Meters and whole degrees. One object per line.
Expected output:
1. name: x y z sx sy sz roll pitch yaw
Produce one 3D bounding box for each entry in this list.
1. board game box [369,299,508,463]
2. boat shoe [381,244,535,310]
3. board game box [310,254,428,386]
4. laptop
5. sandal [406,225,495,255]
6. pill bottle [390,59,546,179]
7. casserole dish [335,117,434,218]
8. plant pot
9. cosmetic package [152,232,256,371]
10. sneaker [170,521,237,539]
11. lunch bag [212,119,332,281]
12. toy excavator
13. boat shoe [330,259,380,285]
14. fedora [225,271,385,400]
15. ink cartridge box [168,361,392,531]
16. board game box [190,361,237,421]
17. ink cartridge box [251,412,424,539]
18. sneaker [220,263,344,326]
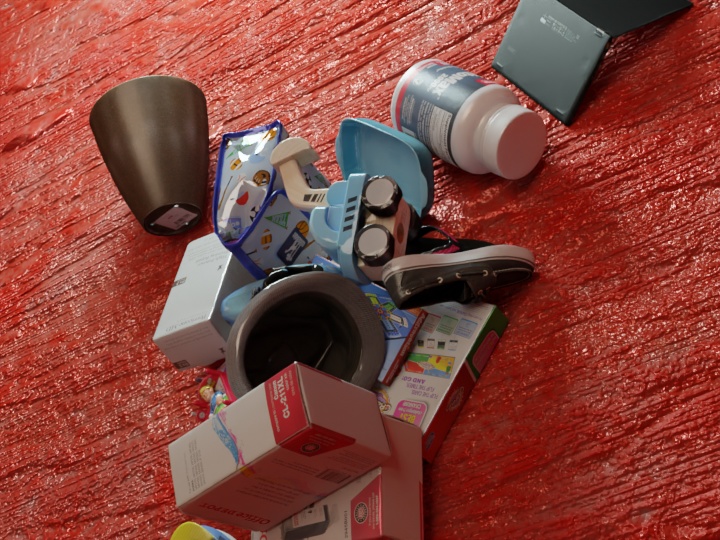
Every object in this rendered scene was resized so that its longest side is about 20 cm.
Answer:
1. board game box: 0.070 0.117 1.552 0.152 0.040 0.201 19 73 43
2. boat shoe: 0.122 0.014 1.516 0.198 0.069 0.057 -5 60 -19
3. board game box: -0.012 0.059 1.595 0.199 0.019 0.103 27 88 42
4. laptop: 0.305 -0.315 1.704 0.187 0.115 0.201 49 122 46
5. sandal: 0.077 -0.026 1.596 0.198 0.045 0.075 7 46 10
6. pill bottle: 0.144 -0.194 1.660 0.120 0.120 0.200 -52 46 -6
7. casserole dish: 0.038 -0.140 1.714 0.039 0.122 0.200 -22 34 -30
8. plant pot: -0.306 -0.162 1.945 0.186 0.187 0.201 -27 62 18
9. cosmetic package: -0.207 0.036 1.758 0.101 0.074 0.201 -19 34 25
10. sneaker: -0.137 0.371 1.507 0.200 0.082 0.074 39 90 24
11. lunch bag: -0.116 -0.073 1.732 0.123 0.170 0.201 -12 52 27
12. toy excavator: -0.030 -0.077 1.580 0.198 0.100 0.196 0 68 22
13. boat shoe: 0.000 0.000 1.669 0.200 0.072 0.069 -45 59 -1
14. fedora: -0.077 0.099 1.530 0.200 0.177 0.090 -37 8 -22
15. ink cartridge box: -0.091 0.197 1.389 0.199 0.145 0.083 -33 53 25
16. board game box: -0.186 0.175 1.629 0.200 0.039 0.159 -42 39 54
17. ink cartridge box: -0.030 0.258 1.469 0.199 0.085 0.147 -19 60 36
18. sneaker: -0.104 0.023 1.609 0.199 0.090 0.079 -17 60 32
